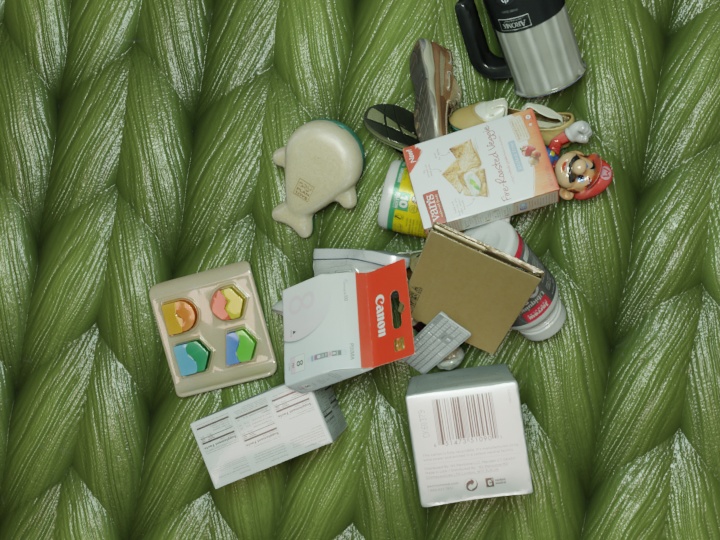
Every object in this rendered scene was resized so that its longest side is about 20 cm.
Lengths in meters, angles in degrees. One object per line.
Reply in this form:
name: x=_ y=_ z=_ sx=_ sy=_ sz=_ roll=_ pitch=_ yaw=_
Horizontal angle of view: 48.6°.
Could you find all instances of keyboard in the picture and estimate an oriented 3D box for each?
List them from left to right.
keyboard: x=0.110 y=0.117 z=1.239 sx=0.056 sy=0.200 sz=0.011 roll=40 pitch=61 yaw=3

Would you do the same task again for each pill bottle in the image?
pill bottle: x=0.136 y=-0.101 z=1.261 sx=0.200 sy=0.113 sz=0.113 roll=14 pitch=93 yaw=6
pill bottle: x=0.232 y=0.021 z=1.215 sx=0.111 sy=0.111 sz=0.200 roll=-42 pitch=125 yaw=6

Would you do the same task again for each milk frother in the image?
milk frother: x=0.269 y=-0.403 z=1.236 sx=0.200 sy=0.180 sz=0.188 roll=-42 pitch=124 yaw=-21

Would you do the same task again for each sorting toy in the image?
sorting toy: x=-0.252 y=0.100 z=1.350 sx=0.185 sy=0.036 sz=0.200 roll=-15 pitch=89 yaw=7

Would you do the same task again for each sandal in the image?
sandal: x=0.091 y=-0.199 z=1.289 sx=0.201 sy=0.057 sz=0.080 roll=28 pitch=55 yaw=-5

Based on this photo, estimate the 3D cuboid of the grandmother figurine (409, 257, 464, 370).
grandmother figurine: x=0.131 y=0.074 z=1.257 sx=0.121 sy=0.061 sz=0.200 roll=6 pitch=125 yaw=27

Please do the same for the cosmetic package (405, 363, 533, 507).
cosmetic package: x=0.162 y=0.244 z=1.220 sx=0.165 sy=0.200 sz=0.165 roll=-9 pitch=90 yaw=7

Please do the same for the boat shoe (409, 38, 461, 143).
boat shoe: x=0.126 y=-0.277 z=1.258 sx=0.072 sy=0.076 sz=0.200 roll=3 pitch=71 yaw=-17

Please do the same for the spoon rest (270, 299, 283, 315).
spoon rest: x=-0.051 y=0.091 z=1.302 sx=0.200 sy=0.099 sz=0.061 roll=15 pitch=80 yaw=-2

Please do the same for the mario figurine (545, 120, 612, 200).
mario figurine: x=0.287 y=-0.166 z=1.213 sx=0.200 sy=0.106 sz=0.124 roll=13 pitch=124 yaw=0

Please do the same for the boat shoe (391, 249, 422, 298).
boat shoe: x=0.088 y=0.000 z=1.291 sx=0.200 sy=0.068 sz=0.075 roll=-17 pitch=89 yaw=7

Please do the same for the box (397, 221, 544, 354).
box: x=0.151 y=0.031 z=1.143 sx=0.163 sy=0.200 sz=0.021 roll=24 pitch=51 yaw=5

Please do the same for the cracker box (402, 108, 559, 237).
cracker box: x=0.174 y=-0.140 z=1.165 sx=0.200 sy=0.058 sz=0.134 roll=-17 pitch=71 yaw=9

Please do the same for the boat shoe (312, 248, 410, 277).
boat shoe: x=0.000 y=0.000 z=1.266 sx=0.200 sy=0.074 sz=0.065 roll=4 pitch=89 yaw=50

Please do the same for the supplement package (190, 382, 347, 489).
supplement package: x=-0.141 y=0.248 z=1.279 sx=0.200 sy=0.156 sz=0.111 roll=-22 pitch=85 yaw=7

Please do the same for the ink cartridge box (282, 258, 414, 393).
ink cartridge box: x=-0.024 y=0.074 z=1.164 sx=0.200 sy=0.057 sz=0.163 roll=-26 pitch=53 yaw=31

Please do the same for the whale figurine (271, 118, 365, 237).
whale figurine: x=-0.070 y=-0.154 z=1.306 sx=0.159 sy=0.104 sz=0.200 roll=31 pitch=119 yaw=5

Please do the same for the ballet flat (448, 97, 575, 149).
ballet flat: x=0.242 y=-0.244 z=1.267 sx=0.200 sy=0.063 sz=0.069 roll=10 pitch=48 yaw=2
